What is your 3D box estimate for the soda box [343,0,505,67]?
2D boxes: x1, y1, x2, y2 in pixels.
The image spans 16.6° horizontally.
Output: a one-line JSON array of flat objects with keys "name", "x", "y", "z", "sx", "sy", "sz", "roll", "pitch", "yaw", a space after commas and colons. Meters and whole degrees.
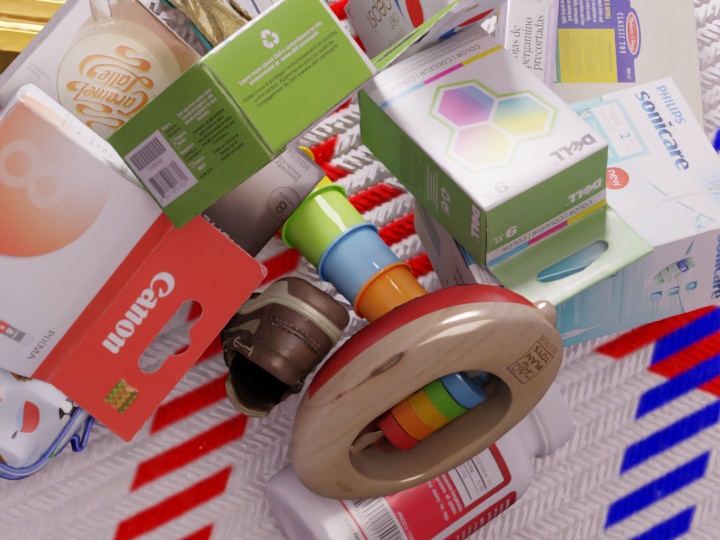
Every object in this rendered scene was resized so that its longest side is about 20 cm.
[{"name": "soda box", "x": 0.050, "y": -0.192, "z": 1.708, "sx": 0.063, "sy": 0.200, "sz": 0.068, "roll": -27, "pitch": 87, "yaw": -15}]

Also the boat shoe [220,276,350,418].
[{"name": "boat shoe", "x": -0.067, "y": 0.059, "z": 1.638, "sx": 0.074, "sy": 0.202, "sz": 0.075, "roll": 32, "pitch": 73, "yaw": -2}]

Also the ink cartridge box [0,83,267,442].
[{"name": "ink cartridge box", "x": -0.186, "y": 0.004, "z": 1.592, "sx": 0.200, "sy": 0.050, "sz": 0.162, "roll": 38, "pitch": 106, "yaw": -7}]

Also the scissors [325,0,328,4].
[{"name": "scissors", "x": -0.037, "y": -0.209, "z": 1.759, "sx": 0.014, "sy": 0.073, "sz": 0.200, "roll": -36, "pitch": 90, "yaw": -34}]

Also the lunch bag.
[{"name": "lunch bag", "x": -0.229, "y": 0.040, "z": 1.674, "sx": 0.160, "sy": 0.076, "sz": 0.200, "roll": 37, "pitch": 75, "yaw": -8}]

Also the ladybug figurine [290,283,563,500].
[{"name": "ladybug figurine", "x": 0.039, "y": 0.071, "z": 1.587, "sx": 0.199, "sy": 0.136, "sz": 0.072, "roll": -32, "pitch": 50, "yaw": 12}]

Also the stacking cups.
[{"name": "stacking cups", "x": 0.000, "y": 0.000, "z": 1.691, "sx": 0.060, "sy": 0.061, "sz": 0.200, "roll": -33, "pitch": 60, "yaw": -15}]

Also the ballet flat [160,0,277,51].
[{"name": "ballet flat", "x": -0.104, "y": -0.193, "z": 1.682, "sx": 0.071, "sy": 0.071, "sz": 0.200, "roll": -43, "pitch": 85, "yaw": -15}]

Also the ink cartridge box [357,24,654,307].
[{"name": "ink cartridge box", "x": 0.096, "y": -0.070, "z": 1.644, "sx": 0.103, "sy": 0.059, "sz": 0.200, "roll": -27, "pitch": 53, "yaw": -21}]

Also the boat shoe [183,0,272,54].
[{"name": "boat shoe", "x": -0.090, "y": -0.210, "z": 1.752, "sx": 0.066, "sy": 0.072, "sz": 0.201, "roll": -20, "pitch": 78, "yaw": -43}]

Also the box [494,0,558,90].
[{"name": "box", "x": 0.121, "y": -0.202, "z": 1.779, "sx": 0.038, "sy": 0.041, "sz": 0.201, "roll": 9, "pitch": 67, "yaw": -6}]

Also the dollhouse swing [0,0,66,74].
[{"name": "dollhouse swing", "x": -0.233, "y": -0.251, "z": 1.669, "sx": 0.181, "sy": 0.176, "sz": 0.201, "roll": 6, "pitch": 79, "yaw": -11}]

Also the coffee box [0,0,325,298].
[{"name": "coffee box", "x": -0.135, "y": -0.092, "z": 1.641, "sx": 0.200, "sy": 0.080, "sz": 0.114, "roll": 43, "pitch": 88, "yaw": -12}]

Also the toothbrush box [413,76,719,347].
[{"name": "toothbrush box", "x": 0.151, "y": -0.034, "z": 1.707, "sx": 0.199, "sy": 0.086, "sz": 0.147, "roll": -14, "pitch": 50, "yaw": -11}]

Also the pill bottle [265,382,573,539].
[{"name": "pill bottle", "x": 0.044, "y": 0.136, "z": 1.697, "sx": 0.199, "sy": 0.112, "sz": 0.113, "roll": -34, "pitch": 89, "yaw": -16}]

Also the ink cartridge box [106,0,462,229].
[{"name": "ink cartridge box", "x": -0.043, "y": -0.128, "z": 1.549, "sx": 0.076, "sy": 0.148, "sz": 0.200, "roll": 51, "pitch": 57, "yaw": -5}]

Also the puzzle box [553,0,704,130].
[{"name": "puzzle box", "x": 0.186, "y": -0.117, "z": 1.816, "sx": 0.132, "sy": 0.025, "sz": 0.201, "roll": -1, "pitch": 81, "yaw": -11}]
